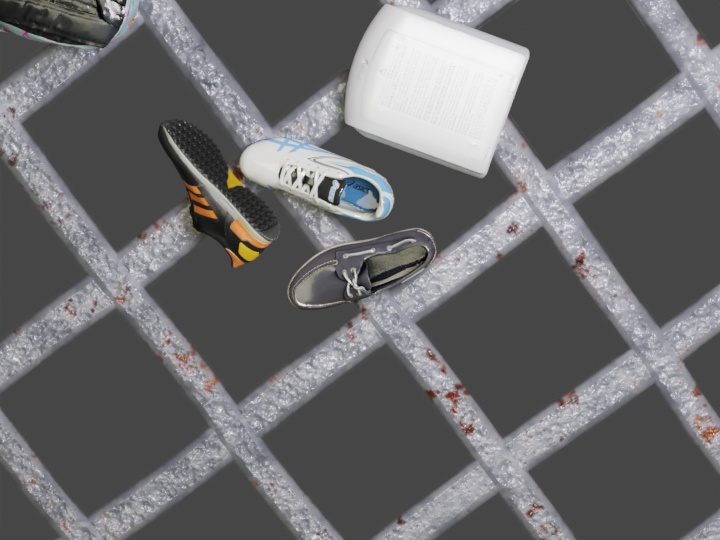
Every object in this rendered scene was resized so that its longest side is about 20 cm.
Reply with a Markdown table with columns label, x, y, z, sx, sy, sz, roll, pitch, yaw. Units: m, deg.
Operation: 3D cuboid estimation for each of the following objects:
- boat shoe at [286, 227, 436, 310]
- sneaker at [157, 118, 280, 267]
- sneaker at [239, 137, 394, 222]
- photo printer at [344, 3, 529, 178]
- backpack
| label | x | y | z | sx | sy | sz | roll | pitch | yaw |
| --- | --- | --- | --- | --- | --- | --- | --- | --- | --- |
| boat shoe | 0.000 | 0.000 | 1.654 | 0.198 | 0.063 | 0.073 | -20 | 101 | 3 |
| sneaker | -0.192 | -0.090 | 1.633 | 0.200 | 0.070 | 0.090 | 48 | 120 | 1 |
| sneaker | -0.053 | -0.112 | 1.628 | 0.198 | 0.073 | 0.073 | 17 | 102 | -2 |
| photo printer | 0.084 | -0.221 | 1.609 | 0.198 | 0.069 | 0.168 | 18 | 101 | -4 |
| backpack | -0.356 | -0.341 | 1.553 | 0.198 | 0.127 | 0.168 | 19 | 112 | -5 |
